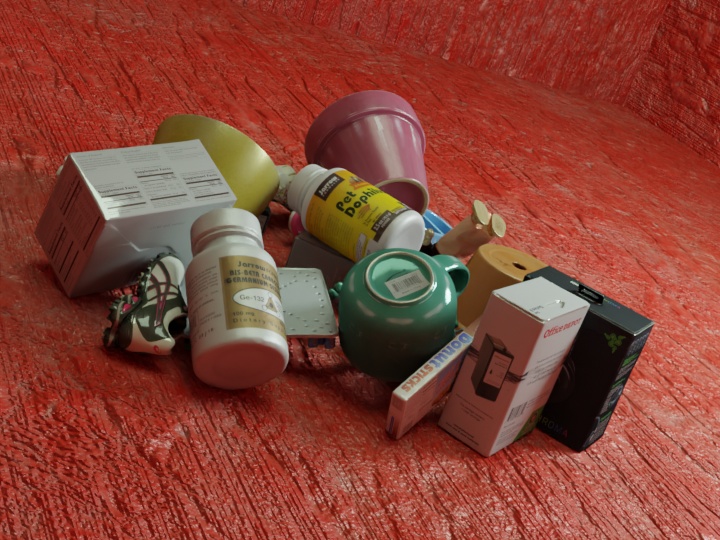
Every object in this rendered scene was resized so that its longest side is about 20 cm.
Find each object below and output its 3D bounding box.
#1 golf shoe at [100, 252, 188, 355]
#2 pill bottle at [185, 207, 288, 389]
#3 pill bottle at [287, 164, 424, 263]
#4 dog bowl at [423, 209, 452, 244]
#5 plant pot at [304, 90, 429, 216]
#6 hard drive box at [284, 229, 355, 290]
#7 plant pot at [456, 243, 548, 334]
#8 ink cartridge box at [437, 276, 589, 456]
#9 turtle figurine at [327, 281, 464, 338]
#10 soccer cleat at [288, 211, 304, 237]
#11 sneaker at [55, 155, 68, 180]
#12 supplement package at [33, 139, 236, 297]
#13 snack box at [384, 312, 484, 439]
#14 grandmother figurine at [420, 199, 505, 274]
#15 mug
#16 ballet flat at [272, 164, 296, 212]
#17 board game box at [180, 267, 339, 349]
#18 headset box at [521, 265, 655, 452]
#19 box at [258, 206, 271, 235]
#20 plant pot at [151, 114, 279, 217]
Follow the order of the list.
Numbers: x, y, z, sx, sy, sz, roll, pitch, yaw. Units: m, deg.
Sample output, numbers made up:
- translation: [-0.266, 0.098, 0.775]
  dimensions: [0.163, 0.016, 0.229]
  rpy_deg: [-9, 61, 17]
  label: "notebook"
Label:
- translation: [-0.247, 0.048, 1.458]
  dimensions: [0.087, 0.078, 0.200]
  rpy_deg: [21, 29, 1]
  label: "golf shoe"
- translation: [-0.153, 0.030, 1.420]
  dimensions: [0.113, 0.114, 0.201]
  rpy_deg: [9, 52, -28]
  label: "pill bottle"
- translation: [-0.011, -0.078, 1.723]
  dimensions: [0.199, 0.110, 0.109]
  rpy_deg: [32, 23, 28]
  label: "pill bottle"
- translation: [0.105, -0.069, 2.039]
  dimensions: [0.112, 0.050, 0.199]
  rpy_deg: [46, 17, 26]
  label: "dog bowl"
- translation: [0.025, -0.160, 1.914]
  dimensions: [0.198, 0.201, 0.180]
  rpy_deg: [8, 41, -31]
  label: "plant pot"
- translation: [0.000, 0.000, 1.802]
  dimensions: [0.199, 0.077, 0.156]
  rpy_deg: [24, 21, 8]
  label: "hard drive box"
- translation: [0.218, 0.053, 1.789]
  dimensions: [0.198, 0.141, 0.200]
  rpy_deg: [19, 21, -7]
  label: "plant pot"
- translation: [0.198, 0.119, 1.515]
  dimensions: [0.084, 0.201, 0.146]
  rpy_deg: [31, 23, 27]
  label: "ink cartridge box"
- translation: [0.046, 0.089, 1.595]
  dimensions: [0.149, 0.101, 0.200]
  rpy_deg: [-21, 61, -34]
  label: "turtle figurine"
- translation: [-0.056, -0.075, 1.963]
  dimensions: [0.199, 0.070, 0.086]
  rpy_deg: [8, 14, -44]
  label: "soccer cleat"
- translation: [-0.394, -0.117, 1.741]
  dimensions: [0.115, 0.074, 0.200]
  rpy_deg: [12, 12, -18]
  label: "sneaker"
- translation: [-0.290, -0.070, 1.517]
  dimensions: [0.199, 0.156, 0.111]
  rpy_deg: [-12, 60, -43]
  label: "supplement package"
- translation: [0.103, 0.131, 1.483]
  dimensions: [0.024, 0.072, 0.200]
  rpy_deg: [31, 45, 25]
  label: "snack box"
- translation: [0.140, -0.029, 1.869]
  dimensions: [0.121, 0.200, 0.061]
  rpy_deg: [41, 38, -18]
  label: "grandmother figurine"
- translation: [0.052, 0.035, 1.503]
  dimensions: [0.151, 0.115, 0.186]
  rpy_deg: [12, 49, 10]
  label: "mug"
- translation: [-0.124, -0.141, 1.958]
  dimensions: [0.076, 0.064, 0.200]
  rpy_deg: [52, 9, 24]
  label: "ballet flat"
- translation: [-0.139, 0.049, 1.557]
  dimensions: [0.198, 0.026, 0.200]
  rpy_deg: [0, 25, -10]
  label: "board game box"
- translation: [0.283, 0.112, 1.617]
  dimensions: [0.173, 0.201, 0.093]
  rpy_deg: [31, 22, 24]
  label: "headset box"
- translation: [-0.255, -0.127, 1.913]
  dimensions: [0.198, 0.050, 0.158]
  rpy_deg: [13, 22, -20]
  label: "box"
- translation: [-0.236, -0.107, 1.717]
  dimensions: [0.199, 0.200, 0.143]
  rpy_deg: [22, 62, 4]
  label: "plant pot"
